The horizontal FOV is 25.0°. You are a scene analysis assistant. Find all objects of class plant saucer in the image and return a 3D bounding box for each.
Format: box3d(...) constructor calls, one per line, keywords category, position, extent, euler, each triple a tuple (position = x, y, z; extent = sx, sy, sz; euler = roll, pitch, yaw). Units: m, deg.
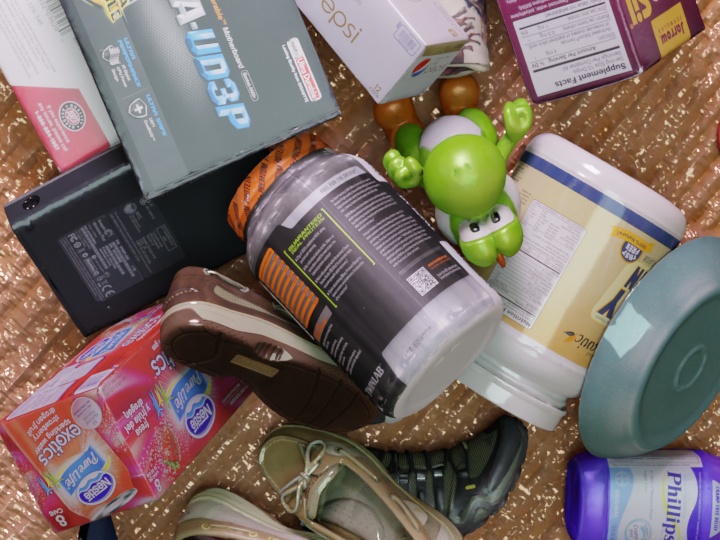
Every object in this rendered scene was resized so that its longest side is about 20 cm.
box3d(category="plant saucer", position=(0.252, 0.071, 1.294), extent=(0.199, 0.036, 0.202), euler=(-30, 137, -32))

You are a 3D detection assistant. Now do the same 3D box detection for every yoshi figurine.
box3d(category="yoshi figurine", position=(0.072, -0.088, 1.220), extent=(0.111, 0.201, 0.113), euler=(22, 116, -28))

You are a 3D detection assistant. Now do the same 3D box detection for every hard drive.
box3d(category="hard drive", position=(-0.156, -0.043, 1.257), extent=(0.198, 0.033, 0.140), euler=(-28, 136, -3))

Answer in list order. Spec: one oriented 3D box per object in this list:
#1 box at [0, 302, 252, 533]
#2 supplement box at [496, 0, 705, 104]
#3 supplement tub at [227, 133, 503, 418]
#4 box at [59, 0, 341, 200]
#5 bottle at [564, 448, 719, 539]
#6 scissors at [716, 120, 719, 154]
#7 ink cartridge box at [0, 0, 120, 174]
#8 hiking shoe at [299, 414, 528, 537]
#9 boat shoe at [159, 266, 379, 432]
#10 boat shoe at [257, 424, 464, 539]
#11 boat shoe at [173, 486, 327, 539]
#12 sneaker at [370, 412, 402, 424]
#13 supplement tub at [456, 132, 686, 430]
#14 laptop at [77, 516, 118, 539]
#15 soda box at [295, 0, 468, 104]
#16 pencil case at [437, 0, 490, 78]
box3d(category="box", position=(-0.169, 0.100, 1.222), extent=(0.099, 0.200, 0.096), euler=(-20, 103, 25))
box3d(category="supplement box", position=(0.166, -0.248, 1.233), extent=(0.102, 0.131, 0.202), euler=(-11, 105, 38))
box3d(category="supplement tub", position=(0.000, 0.000, 1.201), extent=(0.123, 0.123, 0.200), euler=(-44, 74, 2))
box3d(category="box", position=(-0.123, -0.173, 1.174), extent=(0.157, 0.046, 0.202), euler=(-23, 95, -2))
box3d(category="bottle", position=(0.273, 0.193, 1.367), extent=(0.197, 0.065, 0.085), euler=(1, 98, -7))
box3d(category="scissors", position=(0.309, -0.166, 1.337), extent=(0.072, 0.014, 0.202), euler=(-23, 103, -1))
box3d(category="ink cartridge box", position=(-0.177, -0.187, 1.240), extent=(0.198, 0.086, 0.149), euler=(-28, 102, -2))
box3d(category="hiking shoe", position=(0.047, 0.177, 1.332), extent=(0.200, 0.076, 0.101), euler=(-41, 105, 2))
box3d(category="boat shoe", position=(-0.063, 0.054, 1.236), extent=(0.074, 0.075, 0.201), euler=(-34, 132, 30))
box3d(category="boat shoe", position=(-0.008, 0.185, 1.281), extent=(0.200, 0.063, 0.074), euler=(35, 99, 26))
box3d(category="boat shoe", position=(-0.061, 0.247, 1.309), extent=(0.198, 0.066, 0.075), euler=(22, 120, 9))
box3d(category="sneaker", position=(-0.025, 0.031, 1.300), extent=(0.110, 0.073, 0.203), euler=(-6, 101, -7))
box3d(category="supplement tub", position=(0.151, 0.010, 1.281), extent=(0.143, 0.144, 0.201), euler=(29, 95, -10))
box3d(category="laptop", position=(-0.138, 0.258, 1.272), extent=(0.198, 0.177, 0.104), euler=(20, 98, -9))
box3d(category="soda box", position=(-0.012, -0.222, 1.215), extent=(0.201, 0.068, 0.064), euler=(52, 123, 13))
box3d(category="pencil case", position=(0.051, -0.250, 1.258), extent=(0.088, 0.078, 0.203), euler=(0, 100, 30))
